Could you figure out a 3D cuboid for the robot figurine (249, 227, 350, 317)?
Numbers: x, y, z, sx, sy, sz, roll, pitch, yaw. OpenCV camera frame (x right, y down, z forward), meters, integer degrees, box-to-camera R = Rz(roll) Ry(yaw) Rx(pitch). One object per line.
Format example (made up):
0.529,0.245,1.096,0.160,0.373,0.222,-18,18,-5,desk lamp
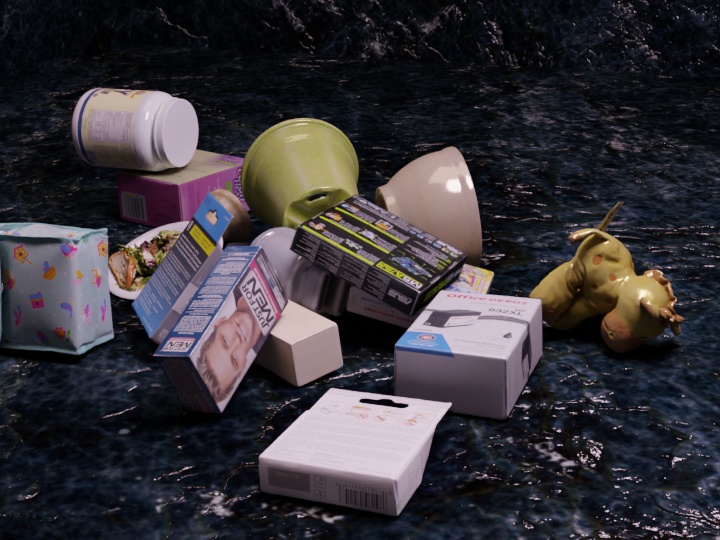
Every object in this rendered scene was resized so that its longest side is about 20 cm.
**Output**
-0.096,0.004,1.731,0.168,0.114,0.199,13,8,-40,robot figurine

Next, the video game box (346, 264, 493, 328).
0.091,0.029,1.724,0.180,0.047,0.200,14,23,10,video game box

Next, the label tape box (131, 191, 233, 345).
-0.229,0.004,1.664,0.063,0.201,0.144,34,3,-28,label tape box

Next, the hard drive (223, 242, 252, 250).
-0.129,-0.008,1.903,0.197,0.043,0.135,1,20,7,hard drive

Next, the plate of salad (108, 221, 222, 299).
-0.316,-0.026,1.896,0.198,0.048,0.201,-12,35,9,plate of salad

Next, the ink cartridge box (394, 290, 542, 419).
0.141,0.101,1.510,0.143,0.085,0.200,5,21,20,ink cartridge box

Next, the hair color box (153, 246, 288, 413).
-0.170,0.071,1.491,0.060,0.101,0.201,0,42,31,hair color box

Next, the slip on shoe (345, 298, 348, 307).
0.000,0.000,1.841,0.075,0.061,0.200,4,20,16,slip on shoe

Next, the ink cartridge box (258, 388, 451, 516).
-0.001,0.196,1.326,0.159,0.051,0.200,5,17,21,ink cartridge box

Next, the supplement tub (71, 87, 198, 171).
-0.414,-0.259,2.193,0.198,0.147,0.145,7,21,23,supplement tub

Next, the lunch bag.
-0.457,0.022,1.663,0.198,0.173,0.122,4,13,18,lunch bag

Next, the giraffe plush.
0.350,0.037,1.599,0.171,0.201,0.162,-14,51,-40,giraffe plush

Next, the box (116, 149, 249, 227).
-0.327,-0.152,2.247,0.175,0.098,0.199,13,25,36,box

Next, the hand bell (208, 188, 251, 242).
-0.287,-0.046,2.005,0.103,0.105,0.200,14,38,38,hand bell

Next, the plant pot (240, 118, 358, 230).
-0.078,-0.111,1.884,0.198,0.202,0.185,-7,32,-13,plant pot

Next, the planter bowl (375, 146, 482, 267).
0.099,-0.083,1.875,0.133,0.202,0.200,-12,21,-9,planter bowl

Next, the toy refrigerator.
-0.112,0.087,1.603,0.075,0.071,0.199,-22,26,-31,toy refrigerator

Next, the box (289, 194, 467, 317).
0.030,-0.026,1.674,0.199,0.048,0.193,28,29,14,box
